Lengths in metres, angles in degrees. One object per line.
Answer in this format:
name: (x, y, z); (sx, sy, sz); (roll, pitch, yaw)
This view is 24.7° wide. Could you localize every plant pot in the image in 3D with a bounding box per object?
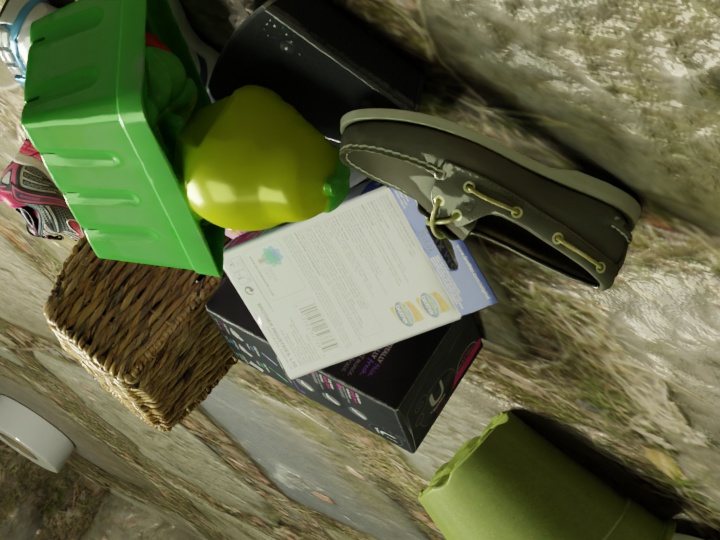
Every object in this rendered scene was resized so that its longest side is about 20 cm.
plant pot: (0.162, 0.239, 1.559); (0.190, 0.200, 0.200); (46, 163, 2)

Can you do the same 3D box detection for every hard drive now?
hard drive: (-0.031, -0.124, 1.131); (0.135, 0.042, 0.200); (35, 162, -6)

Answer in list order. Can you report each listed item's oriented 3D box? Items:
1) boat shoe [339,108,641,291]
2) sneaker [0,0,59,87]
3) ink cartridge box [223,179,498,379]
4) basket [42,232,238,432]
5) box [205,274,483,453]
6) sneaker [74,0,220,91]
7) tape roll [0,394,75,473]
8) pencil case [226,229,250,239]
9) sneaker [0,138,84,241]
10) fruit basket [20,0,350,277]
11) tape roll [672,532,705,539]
boat shoe: (0.077, -0.046, 1.046); (0.202, 0.060, 0.072); (20, 164, -3)
sneaker: (-0.229, -0.147, 1.377); (0.087, 0.075, 0.200); (18, 158, 25)
ink cartridge box: (0.000, 0.000, 1.252); (0.200, 0.042, 0.119); (-21, 107, 33)
basket: (-0.179, 0.022, 1.506); (0.143, 0.200, 0.149); (35, 167, 23)
box: (-0.012, 0.049, 1.421); (0.200, 0.122, 0.106); (27, 161, 23)
sneaker: (-0.150, -0.142, 1.222); (0.075, 0.085, 0.200); (16, 155, 44)
tape roll: (-0.719, 0.354, 3.561); (0.202, 0.071, 0.202); (30, 161, 11)
pencil case: (-0.040, -0.033, 1.326); (0.200, 0.087, 0.087); (31, 162, 8)
sneaker: (-0.320, -0.058, 1.764); (0.081, 0.075, 0.200); (19, 158, 38)
fruit basket: (-0.107, -0.092, 1.113); (0.215, 0.156, 0.216); (-2, 146, -1)
tape roll: (0.339, 0.358, 1.572); (0.203, 0.139, 0.203); (26, 161, 10)
